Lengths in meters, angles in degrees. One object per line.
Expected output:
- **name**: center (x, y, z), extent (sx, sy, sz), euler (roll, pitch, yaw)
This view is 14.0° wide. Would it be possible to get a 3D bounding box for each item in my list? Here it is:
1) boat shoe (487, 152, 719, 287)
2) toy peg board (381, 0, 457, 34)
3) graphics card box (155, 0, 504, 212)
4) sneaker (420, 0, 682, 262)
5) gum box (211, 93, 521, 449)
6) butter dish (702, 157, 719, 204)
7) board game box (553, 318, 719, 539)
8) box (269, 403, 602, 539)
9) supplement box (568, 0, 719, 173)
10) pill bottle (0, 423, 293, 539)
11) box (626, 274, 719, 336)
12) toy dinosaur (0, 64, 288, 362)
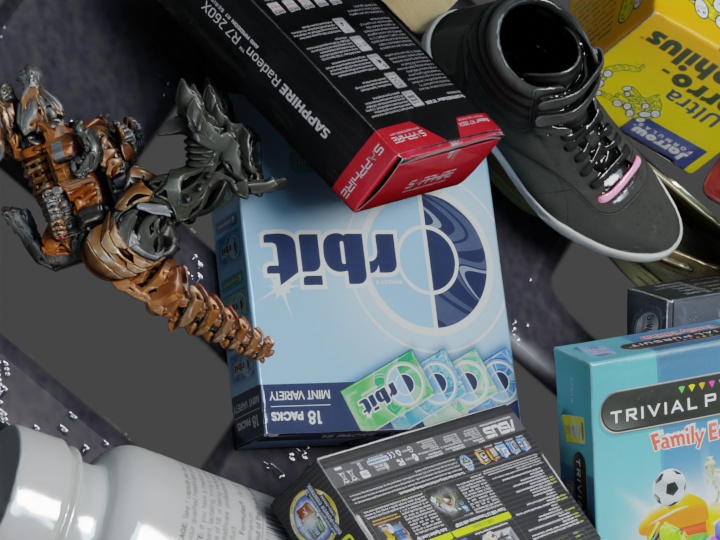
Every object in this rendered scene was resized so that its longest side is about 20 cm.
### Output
- **boat shoe**: center (0.151, -0.052, 1.794), extent (0.200, 0.063, 0.073), euler (40, 61, -13)
- **toy peg board**: center (0.034, -0.276, 1.709), extent (0.199, 0.098, 0.200), euler (-45, 93, 6)
- **graphics card box**: center (-0.024, -0.123, 1.664), extent (0.200, 0.051, 0.125), euler (47, 29, 14)
- **sneaker**: center (0.125, -0.082, 1.712), extent (0.200, 0.099, 0.071), euler (45, 71, -8)
- **gum box**: center (0.000, 0.000, 1.711), extent (0.169, 0.045, 0.201), euler (-1, 76, -28)
- **butter dish**: center (0.335, -0.113, 1.818), extent (0.199, 0.199, 0.148), euler (-43, 140, -30)
- **board game box**: center (0.193, 0.134, 1.712), extent (0.150, 0.047, 0.201), euler (-9, 105, -23)
- **box**: center (0.061, 0.162, 1.594), extent (0.200, 0.044, 0.161), euler (-12, 64, -56)
- **supplement box**: center (0.205, -0.183, 1.810), extent (0.108, 0.109, 0.201), euler (27, 53, -19)
- **pill bottle**: center (-0.112, 0.157, 1.567), extent (0.199, 0.114, 0.115), euler (23, 67, -21)
- **box**: center (0.254, 0.080, 1.791), extent (0.199, 0.043, 0.161), euler (-7, 103, -30)
- **toy dinosaur**: center (-0.118, -0.037, 1.627), extent (0.136, 0.102, 0.200), euler (-41, 111, 7)
